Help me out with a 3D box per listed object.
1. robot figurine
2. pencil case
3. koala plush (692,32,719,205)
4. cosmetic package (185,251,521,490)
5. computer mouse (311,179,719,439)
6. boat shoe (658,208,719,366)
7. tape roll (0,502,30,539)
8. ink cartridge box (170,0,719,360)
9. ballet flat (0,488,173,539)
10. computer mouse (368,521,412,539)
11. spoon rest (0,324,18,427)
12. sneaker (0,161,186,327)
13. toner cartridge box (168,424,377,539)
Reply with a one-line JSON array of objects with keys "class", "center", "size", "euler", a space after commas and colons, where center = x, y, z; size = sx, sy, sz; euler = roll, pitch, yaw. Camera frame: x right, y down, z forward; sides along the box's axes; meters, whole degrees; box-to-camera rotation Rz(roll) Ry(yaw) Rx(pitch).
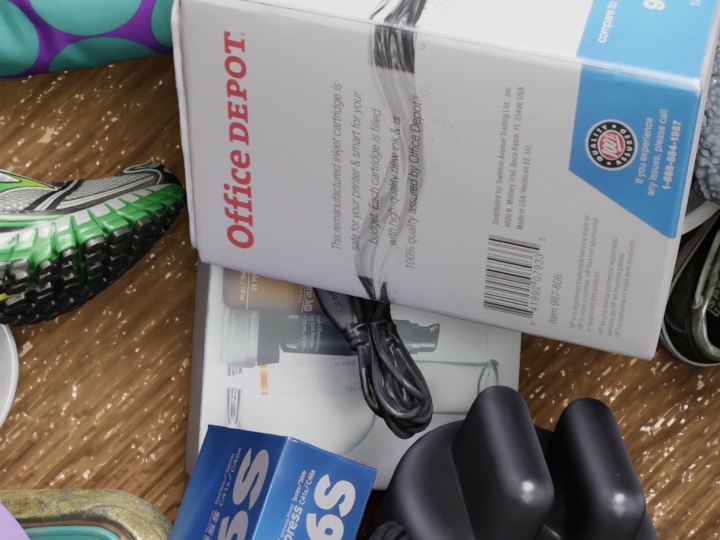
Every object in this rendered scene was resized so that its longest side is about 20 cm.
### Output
[{"class": "robot figurine", "center": [0.055, 0.145, 0.800], "size": [0.149, 0.125, 0.201], "euler": [30, 125, 16]}, {"class": "pencil case", "center": [-0.132, -0.131, 0.799], "size": [0.198, 0.093, 0.086], "euler": [-9, 67, -1]}, {"class": "koala plush", "center": [0.196, -0.145, 0.773], "size": [0.175, 0.184, 0.202], "euler": [15, 130, 12]}, {"class": "cosmetic package", "center": [0.000, 0.000, 0.857], "size": [0.149, 0.052, 0.203], "euler": [3, 88, -13]}, {"class": "computer mouse", "center": [0.074, -0.007, 0.816], "size": [0.198, 0.044, 0.110], "euler": [-22, 58, -16]}, {"class": "boat shoe", "center": [0.215, -0.039, 0.888], "size": [0.070, 0.064, 0.201], "euler": [33, 83, -8]}, {"class": "tape roll", "center": [-0.208, 0.174, 0.745], "size": [0.198, 0.065, 0.203], "euler": [4, 98, 30]}, {"class": "ink cartridge box", "center": [0.034, -0.060, 0.731], "size": [0.198, 0.146, 0.085], "euler": [12, 46, 10]}, {"class": "ballet flat", "center": [-0.170, 0.125, 0.809], "size": [0.198, 0.071, 0.072], "euler": [-2, 89, 19]}, {"class": "computer mouse", "center": [-0.003, 0.208, 0.694], "size": [0.046, 0.140, 0.202], "euler": [17, 126, 21]}, {"class": "spoon rest", "center": [-0.242, 0.015, 0.807], "size": [0.199, 0.061, 0.100], "euler": [36, 81, -7]}, {"class": "sneaker", "center": [-0.161, -0.024, 0.792], "size": [0.199, 0.078, 0.086], "euler": [-13, 70, -40]}, {"class": "toner cartridge box", "center": [-0.060, 0.163, 0.715], "size": [0.043, 0.095, 0.202], "euler": [22, 79, -20]}]
